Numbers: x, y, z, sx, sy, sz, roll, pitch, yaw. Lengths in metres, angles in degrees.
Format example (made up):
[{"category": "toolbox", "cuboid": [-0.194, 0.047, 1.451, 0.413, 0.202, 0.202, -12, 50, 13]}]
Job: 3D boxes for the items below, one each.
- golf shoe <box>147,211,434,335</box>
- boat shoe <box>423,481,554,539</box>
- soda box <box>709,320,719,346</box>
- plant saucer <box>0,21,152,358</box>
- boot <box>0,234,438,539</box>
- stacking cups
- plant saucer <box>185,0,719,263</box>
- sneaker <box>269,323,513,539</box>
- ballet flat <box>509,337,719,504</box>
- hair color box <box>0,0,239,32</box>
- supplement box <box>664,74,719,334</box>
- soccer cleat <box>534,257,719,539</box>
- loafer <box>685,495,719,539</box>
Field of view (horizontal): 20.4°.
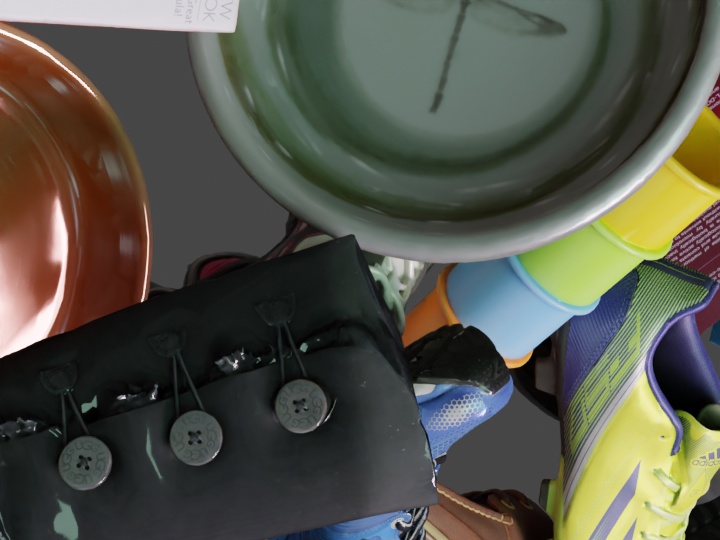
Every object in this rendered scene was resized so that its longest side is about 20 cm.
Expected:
[{"category": "golf shoe", "cuboid": [0.000, 0.000, 0.785, 0.200, 0.088, 0.077, -42, 126, -17]}, {"category": "boat shoe", "cuboid": [0.050, 0.130, 0.894, 0.200, 0.072, 0.068, 43, 53, -41]}, {"category": "soda box", "cuboid": [0.232, -0.049, 0.947, 0.064, 0.068, 0.201, 0, 108, -37]}, {"category": "plant saucer", "cuboid": [-0.167, 0.004, 0.699, 0.199, 0.032, 0.201, -15, 117, -31]}, {"category": "boot", "cuboid": [-0.068, 0.093, 0.667, 0.199, 0.066, 0.166, -16, 84, -8]}, {"category": "stacking cups", "cuboid": [0.063, 0.009, 0.791, 0.060, 0.061, 0.200, 15, 132, -39]}, {"category": "plant saucer", "cuboid": [0.037, -0.097, 0.733, 0.201, 0.200, 0.050, -55, 164, -5]}, {"category": "sneaker", "cuboid": [0.005, 0.098, 0.771, 0.078, 0.089, 0.200, -33, 166, -47]}, {"category": "ballet flat", "cuboid": [0.110, 0.040, 0.917, 0.066, 0.057, 0.200, -26, 130, 22]}, {"category": "hair color box", "cuboid": [-0.131, -0.140, 0.646, 0.199, 0.064, 0.112, -3, 109, -37]}, {"category": "supplement box", "cuboid": [0.135, -0.066, 0.840, 0.109, 0.061, 0.200, -36, 137, 0]}, {"category": "soccer cleat", "cuboid": [0.122, 0.086, 0.854, 0.065, 0.083, 0.201, -50, 139, -55]}, {"category": "loafer", "cuboid": [0.137, 0.187, 0.981, 0.200, 0.073, 0.071, -50, 134, 4]}]
